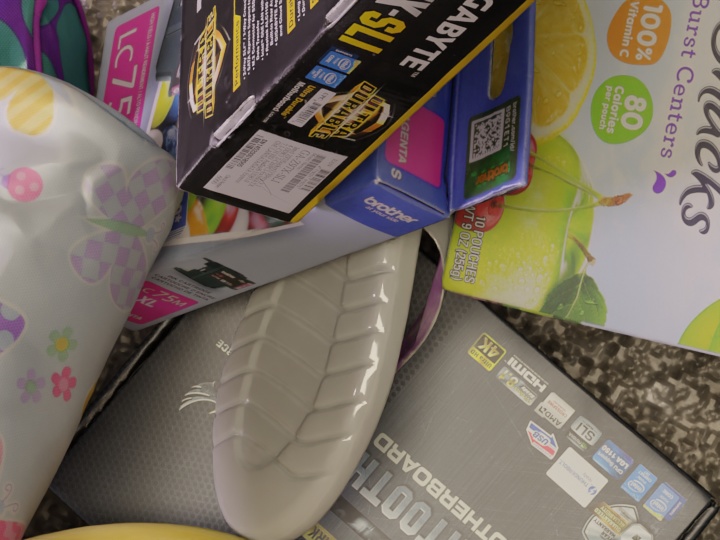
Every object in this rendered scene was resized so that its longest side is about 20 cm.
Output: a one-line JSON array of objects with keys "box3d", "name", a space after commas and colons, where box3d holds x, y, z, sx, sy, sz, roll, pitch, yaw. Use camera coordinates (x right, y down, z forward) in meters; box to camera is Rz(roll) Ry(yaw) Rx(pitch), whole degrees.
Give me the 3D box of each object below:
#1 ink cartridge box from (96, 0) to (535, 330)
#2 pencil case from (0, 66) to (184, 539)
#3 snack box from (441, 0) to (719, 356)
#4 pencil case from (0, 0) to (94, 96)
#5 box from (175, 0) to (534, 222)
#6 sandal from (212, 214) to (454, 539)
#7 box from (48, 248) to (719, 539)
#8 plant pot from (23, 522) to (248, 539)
[{"box3d": [-0.023, -0.059, 0.788, 0.200, 0.042, 0.119, -17, 58, 42], "name": "ink cartridge box"}, {"box3d": [-0.132, 0.032, 0.746, 0.091, 0.083, 0.200, 33, 71, -34], "name": "pencil case"}, {"box3d": [0.118, -0.076, 0.754, 0.142, 0.053, 0.200, 13, 94, 22], "name": "snack box"}, {"box3d": [-0.202, -0.060, 0.860, 0.200, 0.085, 0.092, -5, 125, 6], "name": "pencil case"}, {"box3d": [-0.002, -0.140, 0.704, 0.049, 0.160, 0.200, 13, 59, -24], "name": "box"}, {"box3d": [0.004, 0.001, 0.798, 0.050, 0.082, 0.203, 20, 83, -36], "name": "sandal"}, {"box3d": [0.007, 0.081, 0.844, 0.200, 0.051, 0.158, 41, 92, 8], "name": "box"}, {"box3d": [-0.082, 0.218, 0.769, 0.201, 0.201, 0.189, -9, 122, 6], "name": "plant pot"}]
